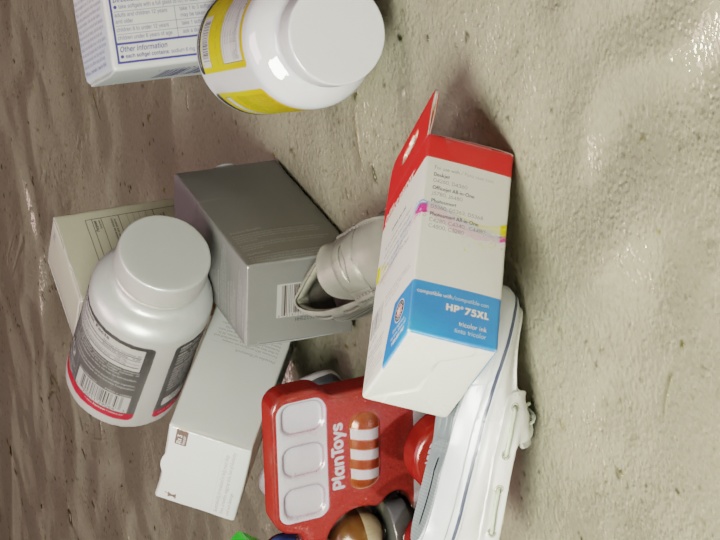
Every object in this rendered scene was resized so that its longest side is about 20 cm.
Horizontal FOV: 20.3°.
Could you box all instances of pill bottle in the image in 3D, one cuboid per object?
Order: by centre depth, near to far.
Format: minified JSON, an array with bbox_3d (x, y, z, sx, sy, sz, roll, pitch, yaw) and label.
[{"bbox_3d":[-0.054,-0.185,1.631,0.200,0.112,0.112,-174,75,-68],"label":"pill bottle"},{"bbox_3d":[-0.193,0.043,1.789,0.200,0.110,0.111,116,140,-50],"label":"pill bottle"}]

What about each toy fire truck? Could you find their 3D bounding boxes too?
[{"bbox_3d":[0.001,0.169,1.560,0.112,0.167,0.201,-137,42,-57],"label":"toy fire truck"}]

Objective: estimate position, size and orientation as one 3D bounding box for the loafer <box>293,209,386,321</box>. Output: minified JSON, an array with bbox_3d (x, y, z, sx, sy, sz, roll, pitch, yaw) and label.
[{"bbox_3d":[0.000,0.000,1.628,0.200,0.070,0.070,131,127,-63],"label":"loafer"}]

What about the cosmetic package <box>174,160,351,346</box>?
[{"bbox_3d":[-0.089,-0.019,1.799,0.200,0.106,0.090,-132,39,-57],"label":"cosmetic package"}]

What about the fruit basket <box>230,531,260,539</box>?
[{"bbox_3d":[-0.048,0.346,1.732,0.215,0.156,0.216,40,175,5],"label":"fruit basket"}]

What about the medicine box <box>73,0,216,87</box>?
[{"bbox_3d":[-0.157,-0.274,1.757,0.103,0.182,0.201,173,88,-68],"label":"medicine box"}]

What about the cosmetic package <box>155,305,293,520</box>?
[{"bbox_3d":[-0.116,0.110,1.826,0.113,0.081,0.200,106,180,-49],"label":"cosmetic package"}]

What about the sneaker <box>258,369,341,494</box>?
[{"bbox_3d":[-0.031,0.180,1.798,0.112,0.077,0.200,57,155,31],"label":"sneaker"}]

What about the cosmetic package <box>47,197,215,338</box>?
[{"bbox_3d":[-0.189,-0.008,1.926,0.071,0.199,0.105,109,145,-52],"label":"cosmetic package"}]

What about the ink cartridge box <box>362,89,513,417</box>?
[{"bbox_3d":[0.057,-0.013,1.428,0.116,0.067,0.201,121,160,-59],"label":"ink cartridge box"}]

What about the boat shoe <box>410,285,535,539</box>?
[{"bbox_3d":[0.092,0.111,1.452,0.074,0.067,0.201,-140,65,-76],"label":"boat shoe"}]
